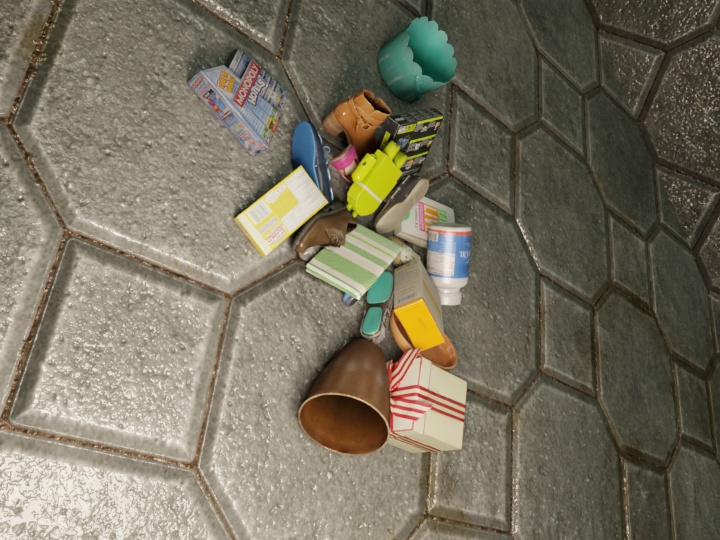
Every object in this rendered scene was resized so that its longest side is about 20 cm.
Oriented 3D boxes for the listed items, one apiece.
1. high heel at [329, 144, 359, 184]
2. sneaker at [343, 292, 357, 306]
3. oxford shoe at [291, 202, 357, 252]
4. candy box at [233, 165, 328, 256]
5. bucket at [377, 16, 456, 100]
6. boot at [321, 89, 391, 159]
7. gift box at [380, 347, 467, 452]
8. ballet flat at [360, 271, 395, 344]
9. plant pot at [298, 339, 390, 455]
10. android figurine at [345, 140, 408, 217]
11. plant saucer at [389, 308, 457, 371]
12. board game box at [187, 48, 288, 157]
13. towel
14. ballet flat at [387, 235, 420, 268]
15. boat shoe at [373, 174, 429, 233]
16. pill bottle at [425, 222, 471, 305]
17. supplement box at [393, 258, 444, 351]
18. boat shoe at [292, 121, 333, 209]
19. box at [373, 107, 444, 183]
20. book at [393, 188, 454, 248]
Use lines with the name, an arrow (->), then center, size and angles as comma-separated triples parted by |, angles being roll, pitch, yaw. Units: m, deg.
high heel -> -0.021, -0.233, 1.523 | 0.067, 0.200, 0.096 | -37, 97, -2
sneaker -> 0.000, 0.000, 1.535 | 0.078, 0.066, 0.200 | 35, 56, 2
oxford shoe -> -0.074, -0.084, 1.459 | 0.084, 0.073, 0.200 | 44, 47, 12
candy box -> -0.167, -0.130, 1.404 | 0.200, 0.026, 0.102 | -44, 107, -29
bucket -> 0.157, -0.584, 1.825 | 0.206, 0.134, 0.209 | 16, 66, -39
boot -> 0.023, -0.357, 1.602 | 0.199, 0.155, 0.077 | 32, 50, -31
gift box -> 0.125, 0.292, 1.453 | 0.186, 0.199, 0.186 | 28, 53, -32
ballet flat -> 0.043, 0.095, 1.537 | 0.072, 0.072, 0.201 | 42, 44, -25
plant pot -> -0.014, 0.246, 1.365 | 0.187, 0.186, 0.201 | 46, 35, -22
android figurine -> 0.033, -0.212, 1.561 | 0.041, 0.200, 0.182 | 39, 6, 23
plant saucer -> 0.146, 0.168, 1.569 | 0.199, 0.038, 0.201 | 32, 26, -17
board game box -> -0.260, -0.386, 1.411 | 0.200, 0.061, 0.201 | 37, 53, -30
towel -> -0.014, -0.028, 1.492 | 0.152, 0.023, 0.200 | 28, 46, 14
ballet flat -> 0.133, -0.004, 1.651 | 0.070, 0.065, 0.201 | -36, 101, -46
boat shoe -> 0.091, -0.171, 1.656 | 0.200, 0.063, 0.073 | -45, 150, -22
pill bottle -> 0.225, -0.017, 1.683 | 0.112, 0.112, 0.202 | -8, 105, -45
supplement box -> 0.135, 0.078, 1.523 | 0.126, 0.073, 0.200 | 60, 16, -22
boat shoe -> -0.109, -0.241, 1.507 | 0.068, 0.084, 0.202 | -17, 104, -53
box -> 0.109, -0.308, 1.653 | 0.047, 0.194, 0.199 | 39, 40, 24
book -> 0.172, -0.131, 1.752 | 0.199, 0.048, 0.135 | 16, 64, -36
